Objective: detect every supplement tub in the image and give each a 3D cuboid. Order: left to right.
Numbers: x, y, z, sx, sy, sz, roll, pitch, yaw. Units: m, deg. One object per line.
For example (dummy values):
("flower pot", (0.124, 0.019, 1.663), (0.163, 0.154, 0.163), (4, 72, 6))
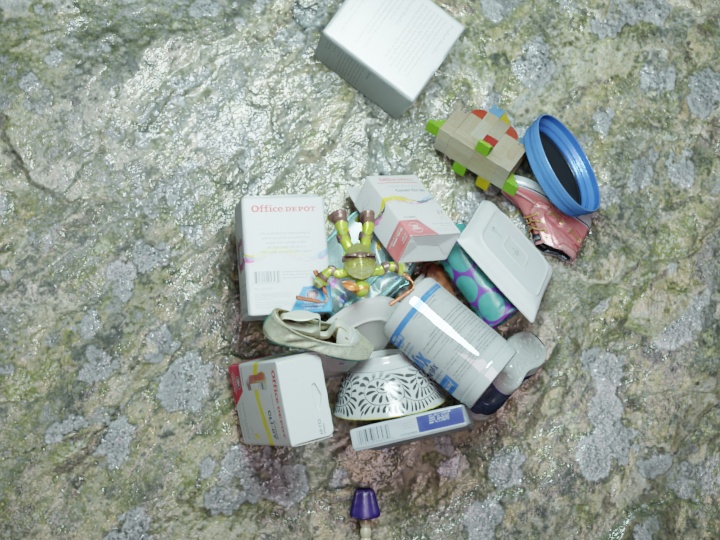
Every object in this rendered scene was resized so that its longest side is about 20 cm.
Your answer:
("supplement tub", (0.149, 0.120, 1.631), (0.200, 0.132, 0.132), (41, 82, 12))

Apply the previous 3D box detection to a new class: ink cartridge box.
("ink cartridge box", (-0.139, 0.219, 1.645), (0.083, 0.199, 0.147), (-11, 89, -32))
("ink cartridge box", (-0.132, -0.022, 1.635), (0.143, 0.085, 0.202), (-2, 82, -17))
("ink cartridge box", (0.071, -0.106, 1.697), (0.116, 0.068, 0.201), (-5, 45, -36))
("ink cartridge box", (0.095, 0.273, 1.670), (0.198, 0.200, 0.041), (-14, 77, 7))

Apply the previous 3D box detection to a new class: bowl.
("bowl", (0.045, 0.191, 1.679), (0.199, 0.201, 0.095), (-8, 94, -9))
("bowl", (0.369, -0.189, 1.771), (0.039, 0.200, 0.202), (-29, 94, 33))

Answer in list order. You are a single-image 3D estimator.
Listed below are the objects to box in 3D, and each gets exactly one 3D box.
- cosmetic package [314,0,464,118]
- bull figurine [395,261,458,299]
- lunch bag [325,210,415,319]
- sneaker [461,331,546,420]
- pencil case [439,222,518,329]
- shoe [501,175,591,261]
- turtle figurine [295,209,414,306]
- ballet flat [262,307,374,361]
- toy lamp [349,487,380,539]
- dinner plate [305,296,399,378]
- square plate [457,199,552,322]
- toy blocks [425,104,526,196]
("cosmetic package", (0.047, -0.407, 1.723), (0.199, 0.166, 0.168), (37, 83, -5))
("bull figurine", (0.152, 0.084, 1.764), (0.121, 0.065, 0.201), (-26, 83, -39))
("lunch bag", (0.000, 0.000, 1.724), (0.160, 0.077, 0.200), (42, 82, 14))
("sneaker", (0.253, 0.201, 1.783), (0.081, 0.147, 0.200), (46, 37, 5))
("pencil case", (0.204, 0.011, 1.743), (0.085, 0.092, 0.201), (-29, 81, -35))
("shoe", (0.334, -0.096, 1.803), (0.199, 0.071, 0.092), (29, 74, -12))
("turtle figurine", (-0.015, -0.020, 1.588), (0.198, 0.065, 0.163), (-7, 67, -6))
("ballet flat", (-0.061, 0.103, 1.578), (0.198, 0.068, 0.063), (11, 124, -20))
("toy lamp", (0.008, 0.495, 1.738), (0.058, 0.058, 0.202), (0, 87, -9))
("dinner plate", (-0.006, 0.125, 1.691), (0.199, 0.201, 0.024), (-28, 55, -9))
("square plate", (0.272, -0.026, 1.746), (0.198, 0.200, 0.028), (47, 122, -5))
("toy blocks", (0.233, -0.243, 1.774), (0.199, 0.100, 0.137), (33, 55, 10))
